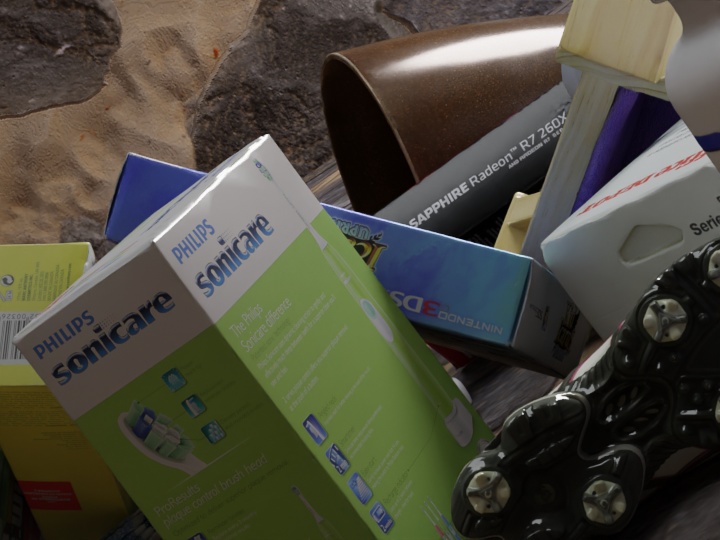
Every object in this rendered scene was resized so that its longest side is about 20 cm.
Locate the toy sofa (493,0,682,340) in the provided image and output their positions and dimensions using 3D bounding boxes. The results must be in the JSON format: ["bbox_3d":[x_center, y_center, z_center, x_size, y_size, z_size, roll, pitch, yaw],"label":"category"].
[{"bbox_3d":[0.131,-0.056,1.354,0.201,0.097,0.083,106,-175,-48],"label":"toy sofa"}]

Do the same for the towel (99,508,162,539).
[{"bbox_3d":[-0.109,0.171,1.256,0.200,0.024,0.148,-43,-28,-53],"label":"towel"}]

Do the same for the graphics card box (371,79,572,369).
[{"bbox_3d":[0.101,-0.035,1.513,0.200,0.051,0.125,-35,-33,12],"label":"graphics card box"}]

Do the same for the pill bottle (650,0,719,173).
[{"bbox_3d":[0.170,-0.053,0.873,0.112,0.200,0.112,-35,7,5],"label":"pill bottle"}]

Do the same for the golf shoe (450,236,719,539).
[{"bbox_3d":[0.121,0.042,1.037,0.200,0.077,0.088,-35,-1,9],"label":"golf shoe"}]

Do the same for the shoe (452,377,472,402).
[{"bbox_3d":[-0.042,0.094,1.441,0.200,0.091,0.071,-35,7,16],"label":"shoe"}]

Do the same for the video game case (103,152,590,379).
[{"bbox_3d":[0.000,0.000,1.276,0.181,0.199,0.046,24,-99,-75],"label":"video game case"}]

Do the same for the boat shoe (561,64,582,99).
[{"bbox_3d":[0.204,-0.116,1.417,0.199,0.074,0.067,-6,2,-28],"label":"boat shoe"}]

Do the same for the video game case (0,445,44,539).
[{"bbox_3d":[-0.170,0.140,1.179,0.017,0.144,0.200,1,-13,6],"label":"video game case"}]

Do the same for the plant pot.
[{"bbox_3d":[0.103,-0.082,1.672,0.199,0.188,0.187,-22,3,-12],"label":"plant pot"}]

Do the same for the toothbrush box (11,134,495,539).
[{"bbox_3d":[-0.031,0.062,1.127,0.086,0.200,0.146,-33,8,26],"label":"toothbrush box"}]

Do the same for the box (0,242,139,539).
[{"bbox_3d":[-0.131,0.068,1.222,0.050,0.076,0.200,-1,-29,4],"label":"box"}]

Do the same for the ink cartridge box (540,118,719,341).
[{"bbox_3d":[0.197,-0.048,1.211,0.200,0.083,0.146,-39,7,-34],"label":"ink cartridge box"}]
